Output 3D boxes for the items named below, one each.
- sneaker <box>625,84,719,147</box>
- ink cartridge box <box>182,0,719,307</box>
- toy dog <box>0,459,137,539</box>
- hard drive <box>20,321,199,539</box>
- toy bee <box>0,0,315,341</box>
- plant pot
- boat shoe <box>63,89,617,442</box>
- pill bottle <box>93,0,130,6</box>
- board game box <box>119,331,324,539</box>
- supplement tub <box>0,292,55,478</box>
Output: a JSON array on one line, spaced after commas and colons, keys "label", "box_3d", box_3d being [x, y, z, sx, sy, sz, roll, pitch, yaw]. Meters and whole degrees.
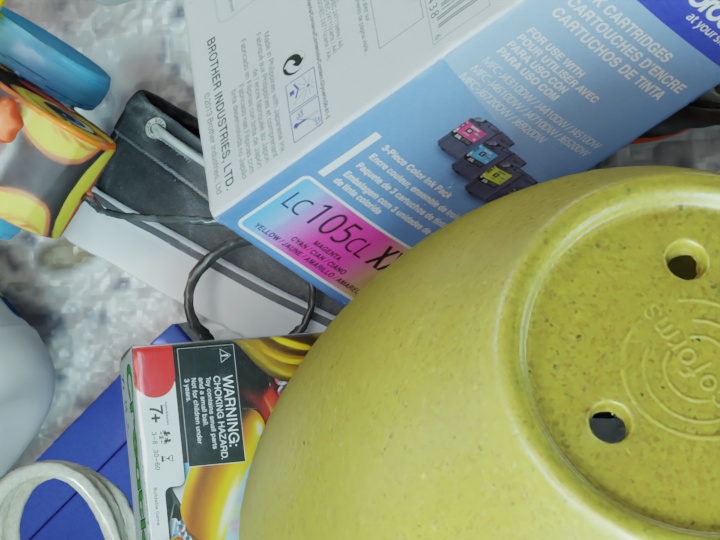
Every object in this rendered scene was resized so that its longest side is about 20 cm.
[{"label": "sneaker", "box_3d": [0.115, -0.076, 0.780, 0.200, 0.082, 0.077, 0, 92, 19]}, {"label": "ink cartridge box", "box_3d": [0.043, -0.098, 0.754, 0.200, 0.076, 0.137, -35, 45, 27]}, {"label": "toy dog", "box_3d": [-0.100, 0.165, 0.781, 0.132, 0.096, 0.200, -31, 91, -21]}, {"label": "hard drive", "box_3d": [-0.041, 0.136, 0.872, 0.132, 0.025, 0.200, -45, 78, 15]}, {"label": "toy bee", "box_3d": [-0.112, -0.053, 0.773, 0.200, 0.109, 0.131, 12, 89, 14]}, {"label": "plant pot", "box_3d": [0.073, 0.051, 0.660, 0.200, 0.142, 0.200, 3, 63, -6]}, {"label": "boat shoe", "box_3d": [0.000, 0.000, 0.833, 0.200, 0.072, 0.068, 26, 95, 19]}, {"label": "pill bottle", "box_3d": [-0.132, -0.181, 0.845, 0.200, 0.109, 0.109, 42, 104, 13]}, {"label": "board game box", "box_3d": [0.001, 0.117, 0.747, 0.126, 0.035, 0.200, -5, 82, -13]}, {"label": "supplement tub", "box_3d": [-0.217, 0.009, 0.864, 0.145, 0.145, 0.200, -46, 78, 15]}]
